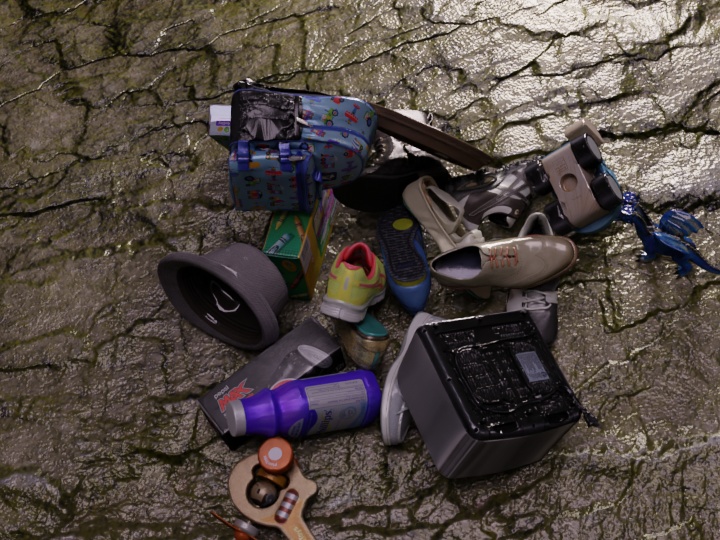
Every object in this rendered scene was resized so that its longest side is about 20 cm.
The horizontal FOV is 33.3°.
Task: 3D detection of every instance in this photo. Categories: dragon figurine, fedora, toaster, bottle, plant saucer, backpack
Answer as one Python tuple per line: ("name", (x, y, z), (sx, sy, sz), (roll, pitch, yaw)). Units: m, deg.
("dragon figurine", (0.437, -0.043, 1.668), (0.200, 0.099, 0.059), (25, 66, 20))
("fedora", (-0.176, 0.022, 1.669), (0.200, 0.177, 0.090), (14, 49, 38))
("toaster", (0.169, 0.160, 1.534), (0.181, 0.119, 0.200), (-8, 55, -29))
("bottle", (-0.074, 0.180, 1.579), (0.200, 0.084, 0.065), (-7, 54, -22))
("plant saucer", (0.092, -0.186, 1.693), (0.200, 0.200, 0.030), (25, 93, 20))
("backpack", (-0.077, -0.162, 1.630), (0.200, 0.183, 0.135), (2, 67, -5))

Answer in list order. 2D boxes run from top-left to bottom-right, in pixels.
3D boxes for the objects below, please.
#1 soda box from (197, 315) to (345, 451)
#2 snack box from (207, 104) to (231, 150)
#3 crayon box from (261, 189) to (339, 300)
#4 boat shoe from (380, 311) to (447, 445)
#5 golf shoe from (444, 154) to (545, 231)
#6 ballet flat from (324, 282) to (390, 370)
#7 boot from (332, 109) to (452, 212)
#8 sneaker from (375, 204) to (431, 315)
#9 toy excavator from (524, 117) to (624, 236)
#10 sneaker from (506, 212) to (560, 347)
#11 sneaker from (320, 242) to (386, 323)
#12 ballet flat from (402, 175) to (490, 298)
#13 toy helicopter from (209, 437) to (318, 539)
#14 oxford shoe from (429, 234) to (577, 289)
("soda box", (-0.119, 0.154, 1.644), (0.200, 0.063, 0.071), (-37, 61, -14))
("snack box", (-0.115, -0.211, 1.814), (0.200, 0.142, 0.053), (2, 84, 8))
("crayon box", (-0.081, -0.073, 1.742), (0.058, 0.119, 0.200), (8, 60, 12))
("boat shoe", (0.077, 0.146, 1.619), (0.065, 0.074, 0.202), (12, 54, 19))
("golf shoe", (0.223, -0.113, 1.764), (0.200, 0.078, 0.095), (-16, 90, -16))
("ballet flat", (-0.010, 0.075, 1.664), (0.071, 0.071, 0.200), (-23, 29, -7))
("boot", (0.035, -0.174, 1.809), (0.200, 0.069, 0.174), (-6, 48, -18))
("sneaker", (0.063, -0.016, 1.729), (0.066, 0.079, 0.200), (-11, 39, 2))
("toy excavator", (0.314, -0.137, 1.696), (0.100, 0.200, 0.195), (-31, 69, 25))
("sneaker", (0.239, 0.011, 1.671), (0.074, 0.089, 0.200), (-1, 60, 5))
("sneaker", (0.000, 0.000, 1.642), (0.078, 0.090, 0.200), (13, 19, 3))
("ballet flat", (0.134, -0.052, 1.704), (0.069, 0.069, 0.200), (-34, 78, -13))
("toy helicopter", (-0.101, 0.322, 1.534), (0.132, 0.079, 0.200), (-34, 65, -13))
("oxford shoe", (0.190, -0.009, 1.618), (0.200, 0.074, 0.071), (-12, 81, 16))
